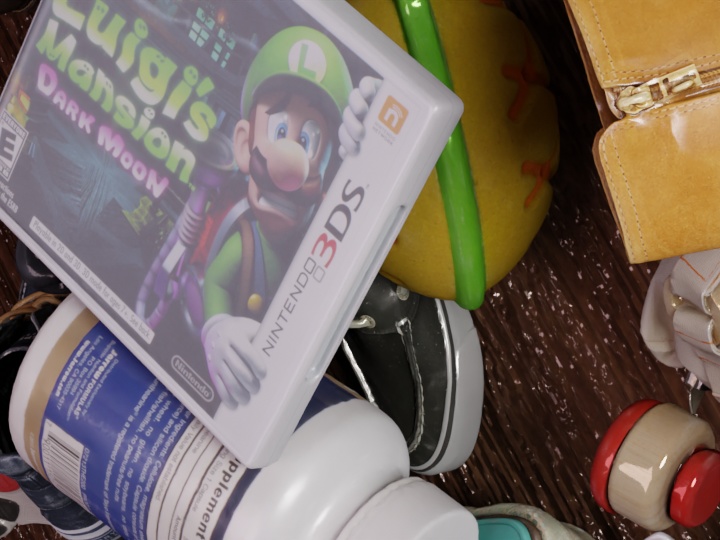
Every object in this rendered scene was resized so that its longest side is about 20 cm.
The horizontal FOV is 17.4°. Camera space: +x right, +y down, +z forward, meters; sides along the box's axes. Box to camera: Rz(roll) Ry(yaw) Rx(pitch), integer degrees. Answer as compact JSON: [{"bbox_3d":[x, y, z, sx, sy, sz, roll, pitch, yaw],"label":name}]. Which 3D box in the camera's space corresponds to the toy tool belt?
[{"bbox_3d":[0.170,0.021,0.842,0.123,0.125,0.201,28,103,31],"label":"toy tool belt"}]

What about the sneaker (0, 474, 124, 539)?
[{"bbox_3d":[-0.158,0.091,1.264,0.199,0.084,0.081,-2,130,33],"label":"sneaker"}]

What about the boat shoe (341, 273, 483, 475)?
[{"bbox_3d":[0.000,0.000,1.067,0.071,0.063,0.201,-10,96,48],"label":"boat shoe"}]

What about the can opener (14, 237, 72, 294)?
[{"bbox_3d":[-0.116,-0.083,1.079,0.079,0.063,0.201,112,167,-87],"label":"can opener"}]

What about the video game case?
[{"bbox_3d":[-0.068,-0.051,0.960,0.200,0.023,0.182,43,120,26],"label":"video game case"}]

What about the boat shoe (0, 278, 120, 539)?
[{"bbox_3d":[-0.151,0.033,1.170,0.071,0.091,0.201,-23,50,15],"label":"boat shoe"}]

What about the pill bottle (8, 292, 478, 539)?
[{"bbox_3d":[-0.050,0.088,1.029,0.200,0.111,0.111,32,125,27],"label":"pill bottle"}]

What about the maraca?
[{"bbox_3d":[0.024,-0.080,0.969,0.137,0.106,0.201,-120,17,-70],"label":"maraca"}]

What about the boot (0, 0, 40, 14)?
[{"bbox_3d":[-0.201,-0.224,1.184,0.074,0.097,0.201,10,110,45],"label":"boot"}]

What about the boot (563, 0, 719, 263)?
[{"bbox_3d":[0.155,-0.027,0.760,0.143,0.071,0.202,-24,87,4],"label":"boot"}]

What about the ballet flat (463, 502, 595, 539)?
[{"bbox_3d":[0.030,0.139,1.080,0.199,0.062,0.068,-1,80,46],"label":"ballet flat"}]

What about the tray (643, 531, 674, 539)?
[{"bbox_3d":[0.115,0.191,1.023,0.107,0.022,0.200,45,134,3],"label":"tray"}]
